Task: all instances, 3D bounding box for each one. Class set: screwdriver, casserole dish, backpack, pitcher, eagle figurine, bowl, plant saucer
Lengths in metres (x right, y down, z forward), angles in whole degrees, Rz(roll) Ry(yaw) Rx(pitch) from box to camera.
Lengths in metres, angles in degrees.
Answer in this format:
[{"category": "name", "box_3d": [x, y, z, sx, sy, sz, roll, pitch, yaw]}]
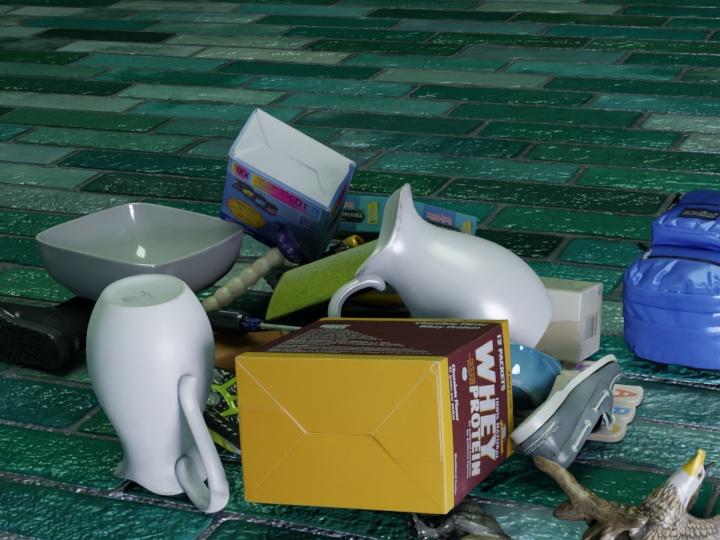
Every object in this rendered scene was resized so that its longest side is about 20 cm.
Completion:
[{"category": "screwdriver", "box_3d": [-0.095, 0.058, 1.652, 0.029, 0.028, 0.199, 12, -6, -41]}, {"category": "casserole dish", "box_3d": [0.102, 0.109, 1.590, 0.198, 0.039, 0.121, -1, -24, 23]}, {"category": "backpack", "box_3d": [0.367, 0.013, 1.728, 0.161, 0.169, 0.200, 3, 25, 35]}, {"category": "pitcher", "box_3d": [-0.180, 0.118, 1.499, 0.121, 0.202, 0.171, -20, 28, -35]}, {"category": "pitcher", "box_3d": [0.081, 0.035, 1.637, 0.199, 0.172, 0.121, 34, -5, -5]}, {"category": "eagle figurine", "box_3d": [0.261, 0.213, 1.325, 0.199, 0.151, 0.153, 17, 49, -41]}, {"category": "bowl", "box_3d": [-0.254, -0.012, 1.868, 0.199, 0.075, 0.199, 11, 22, 31]}, {"category": "plant saucer", "box_3d": [0.000, 0.000, 1.816, 0.198, 0.048, 0.200, -19, -3, 14]}]

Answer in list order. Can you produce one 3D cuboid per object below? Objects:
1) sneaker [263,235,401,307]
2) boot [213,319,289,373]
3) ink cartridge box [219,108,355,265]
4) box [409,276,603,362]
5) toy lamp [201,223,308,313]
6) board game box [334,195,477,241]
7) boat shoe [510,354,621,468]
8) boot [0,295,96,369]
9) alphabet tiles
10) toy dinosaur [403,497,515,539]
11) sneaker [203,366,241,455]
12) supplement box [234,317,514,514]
[{"category": "sneaker", "box_3d": [-0.023, -0.007, 1.955, 0.198, 0.083, 0.078, 0, 21, 12]}, {"category": "boot", "box_3d": [-0.155, 0.106, 1.708, 0.153, 0.074, 0.200, -11, 11, -20]}, {"category": "ink cartridge box", "box_3d": [-0.089, -0.085, 1.869, 0.136, 0.200, 0.077, 29, 67, 5]}, {"category": "box", "box_3d": [0.161, 0.047, 1.768, 0.198, 0.079, 0.095, 6, 9, 25]}, {"category": "toy lamp", "box_3d": [-0.151, 0.028, 1.822, 0.199, 0.058, 0.058, -36, 24, 0]}, {"category": "board game box", "box_3d": [0.023, -0.061, 2.019, 0.199, 0.047, 0.150, 5, -4, 43]}, {"category": "boat shoe", "box_3d": [0.212, 0.141, 1.554, 0.062, 0.073, 0.200, 50, 33, 8]}, {"category": "boot", "box_3d": [-0.346, 0.044, 1.897, 0.164, 0.066, 0.200, 19, 32, 29]}, {"category": "alphabet tiles", "box_3d": [0.186, 0.135, 1.647, 0.194, 0.015, 0.200, 5, 22, 21]}, {"category": "toy dinosaur", "box_3d": [0.093, 0.233, 1.372, 0.088, 0.048, 0.200, -9, 24, -33]}, {"category": "sneaker", "box_3d": [-0.172, 0.138, 1.632, 0.199, 0.077, 0.075, 32, 35, 27]}, {"category": "supplement box", "box_3d": [0.019, 0.126, 1.462, 0.196, 0.134, 0.200, 0, 9, 22]}]
